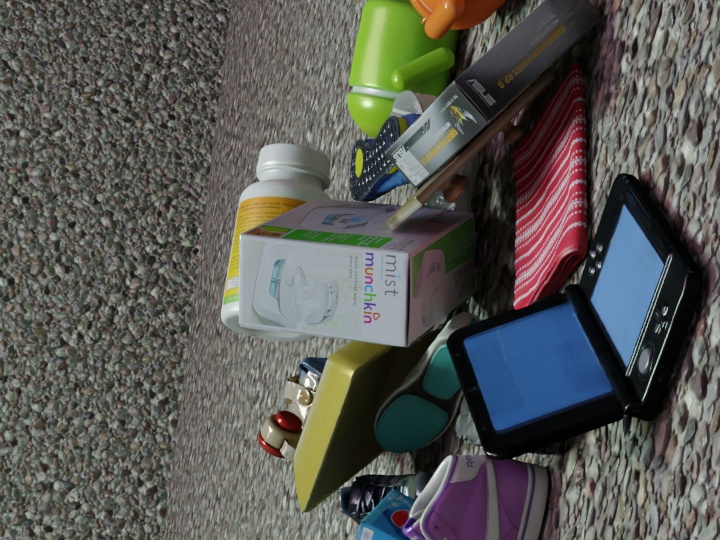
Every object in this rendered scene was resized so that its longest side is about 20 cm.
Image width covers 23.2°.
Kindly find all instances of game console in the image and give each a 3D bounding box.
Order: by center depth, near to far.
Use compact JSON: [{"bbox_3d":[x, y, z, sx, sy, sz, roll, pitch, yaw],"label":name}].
[{"bbox_3d":[0.155,0.030,1.320,0.200,0.115,0.177,-107,30,-63],"label":"game console"}]

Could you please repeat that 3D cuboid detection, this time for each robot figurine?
[{"bbox_3d":[0.113,-0.322,1.816,0.200,0.116,0.145,140,119,-69],"label":"robot figurine"},{"bbox_3d":[0.049,-0.239,2.023,0.175,0.115,0.202,-158,79,-78],"label":"robot figurine"}]

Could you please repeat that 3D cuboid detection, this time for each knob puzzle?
[{"bbox_3d":[0.103,-0.101,1.672,0.220,0.030,0.220,-44,2,2],"label":"knob puzzle"}]

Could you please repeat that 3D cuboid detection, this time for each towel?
[{"bbox_3d":[0.167,-0.065,1.564,0.145,0.022,0.202,121,157,-55],"label":"towel"}]

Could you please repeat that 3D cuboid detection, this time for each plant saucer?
[{"bbox_3d":[0.005,0.126,1.801,0.200,0.048,0.201,-32,-31,-49],"label":"plant saucer"}]

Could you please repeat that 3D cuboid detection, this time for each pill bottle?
[{"bbox_3d":[-0.086,-0.032,1.934,0.111,0.110,0.202,136,144,-69],"label":"pill bottle"}]

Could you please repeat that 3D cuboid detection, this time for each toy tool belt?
[{"bbox_3d":[-0.028,0.134,1.950,0.199,0.125,0.124,-8,-51,-57],"label":"toy tool belt"}]

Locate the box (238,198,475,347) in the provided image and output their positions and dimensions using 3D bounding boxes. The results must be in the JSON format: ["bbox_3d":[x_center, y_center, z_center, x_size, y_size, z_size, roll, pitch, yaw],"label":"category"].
[{"bbox_3d":[0.000,0.000,1.708,0.200,0.175,0.098,-30,-57,-65],"label":"box"}]

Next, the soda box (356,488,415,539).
[{"bbox_3d":[0.022,0.317,1.700,0.068,0.064,0.201,-39,-31,-53],"label":"soda box"}]

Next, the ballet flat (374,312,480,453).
[{"bbox_3d":[0.075,0.112,1.754,0.200,0.069,0.070,121,157,-47],"label":"ballet flat"}]

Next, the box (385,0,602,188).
[{"bbox_3d":[0.118,-0.167,1.603,0.158,0.048,0.200,-42,1,-23],"label":"box"}]

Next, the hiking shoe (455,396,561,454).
[{"bbox_3d":[0.125,0.100,1.486,0.200,0.075,0.102,173,104,-78],"label":"hiking shoe"}]

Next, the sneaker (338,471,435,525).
[{"bbox_3d":[0.031,0.238,1.771,0.200,0.080,0.075,139,140,-69],"label":"sneaker"}]

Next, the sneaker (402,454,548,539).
[{"bbox_3d":[0.083,0.252,1.461,0.073,0.113,0.202,171,108,-75],"label":"sneaker"}]

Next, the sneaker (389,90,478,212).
[{"bbox_3d":[0.094,-0.092,1.824,0.070,0.080,0.202,-25,72,48],"label":"sneaker"}]

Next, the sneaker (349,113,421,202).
[{"bbox_3d":[0.043,-0.110,1.780,0.200,0.078,0.067,150,118,-69],"label":"sneaker"}]
